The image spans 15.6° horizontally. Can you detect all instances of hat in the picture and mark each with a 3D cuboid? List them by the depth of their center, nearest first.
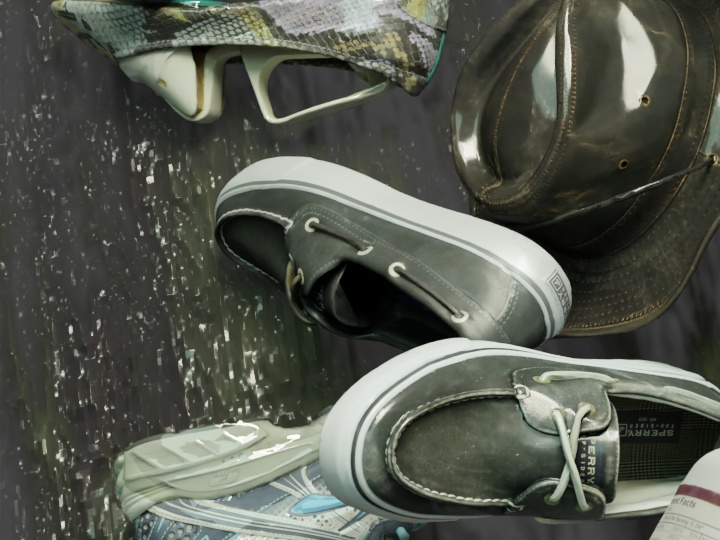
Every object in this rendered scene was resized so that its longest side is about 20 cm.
[{"bbox_3d":[0.091,-0.074,1.124,0.201,0.081,0.201,-31,47,40],"label":"hat"}]

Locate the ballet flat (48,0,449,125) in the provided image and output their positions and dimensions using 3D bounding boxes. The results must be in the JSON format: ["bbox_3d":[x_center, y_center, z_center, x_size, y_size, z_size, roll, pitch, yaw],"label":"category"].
[{"bbox_3d":[-0.057,-0.103,1.242,0.200,0.072,0.072,1,64,18],"label":"ballet flat"}]

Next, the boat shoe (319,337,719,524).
[{"bbox_3d":[0.080,0.065,1.046,0.071,0.200,0.072,16,107,55],"label":"boat shoe"}]

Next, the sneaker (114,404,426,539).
[{"bbox_3d":[-0.001,0.100,1.125,0.200,0.078,0.086,-12,82,8],"label":"sneaker"}]

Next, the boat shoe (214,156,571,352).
[{"bbox_3d":[0.000,0.000,1.140,0.200,0.069,0.057,15,48,42],"label":"boat shoe"}]

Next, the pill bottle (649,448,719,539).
[{"bbox_3d":[0.156,0.137,1.013,0.110,0.110,0.200,26,80,26],"label":"pill bottle"}]
